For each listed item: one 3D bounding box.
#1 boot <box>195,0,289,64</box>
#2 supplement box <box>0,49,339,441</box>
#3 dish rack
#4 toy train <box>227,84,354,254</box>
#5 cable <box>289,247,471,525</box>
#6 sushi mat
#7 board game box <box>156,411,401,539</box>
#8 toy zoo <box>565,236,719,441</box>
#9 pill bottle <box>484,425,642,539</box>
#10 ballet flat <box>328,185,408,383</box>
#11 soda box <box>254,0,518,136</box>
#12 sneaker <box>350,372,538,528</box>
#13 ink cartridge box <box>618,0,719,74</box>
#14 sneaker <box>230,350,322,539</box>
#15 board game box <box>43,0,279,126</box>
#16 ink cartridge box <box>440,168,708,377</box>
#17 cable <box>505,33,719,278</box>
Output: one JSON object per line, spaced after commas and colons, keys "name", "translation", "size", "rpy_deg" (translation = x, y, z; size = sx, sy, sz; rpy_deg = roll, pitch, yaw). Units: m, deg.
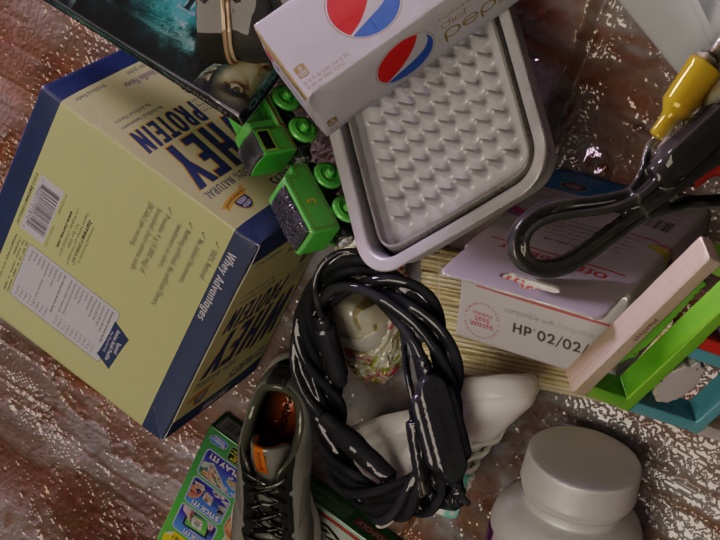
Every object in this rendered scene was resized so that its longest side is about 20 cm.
{"name": "boot", "translation": [-0.036, -0.237, 1.390], "size": [0.138, 0.077, 0.201], "rpy_deg": [4, 109, 8]}
{"name": "supplement box", "translation": [-0.154, -0.024, 1.545], "size": [0.200, 0.134, 0.200], "rpy_deg": [36, 124, 12]}
{"name": "dish rack", "translation": [0.053, -0.112, 1.404], "size": [0.171, 0.043, 0.201], "rpy_deg": [-30, 62, 34]}
{"name": "toy train", "translation": [-0.064, -0.097, 1.471], "size": [0.200, 0.056, 0.042], "rpy_deg": [61, 142, 22]}
{"name": "cable", "translation": [0.011, 0.080, 1.472], "size": [0.163, 0.051, 0.201], "rpy_deg": [-8, 101, 55]}
{"name": "sushi mat", "translation": [0.130, 0.042, 1.487], "size": [0.199, 0.012, 0.096], "rpy_deg": [11, 116, 25]}
{"name": "board game box", "translation": [-0.058, 0.223, 1.661], "size": [0.200, 0.029, 0.135], "rpy_deg": [35, 122, 13]}
{"name": "toy zoo", "translation": [0.242, 0.055, 1.281], "size": [0.199, 0.021, 0.131], "rpy_deg": [18, 129, -31]}
{"name": "pill bottle", "translation": [0.140, 0.217, 1.496], "size": [0.112, 0.112, 0.201], "rpy_deg": [21, 120, 20]}
{"name": "ballet flat", "translation": [0.000, 0.000, 1.512], "size": [0.075, 0.064, 0.201], "rpy_deg": [14, 117, 22]}
{"name": "soda box", "translation": [0.035, -0.177, 1.331], "size": [0.200, 0.064, 0.068], "rpy_deg": [-36, 67, -2]}
{"name": "sneaker", "translation": [0.066, 0.133, 1.505], "size": [0.200, 0.075, 0.089], "rpy_deg": [-32, 64, 49]}
{"name": "ink cartridge box", "translation": [0.250, -0.211, 1.294], "size": [0.200, 0.041, 0.200], "rpy_deg": [50, 125, 2]}
{"name": "sneaker", "translation": [-0.069, 0.162, 1.582], "size": [0.074, 0.079, 0.201], "rpy_deg": [9, 100, 16]}
{"name": "board game box", "translation": [-0.126, -0.208, 1.468], "size": [0.200, 0.028, 0.136], "rpy_deg": [32, 81, 14]}
{"name": "ink cartridge box", "translation": [0.139, 0.008, 1.352], "size": [0.115, 0.200, 0.068], "rpy_deg": [17, 118, 23]}
{"name": "cable", "translation": [0.182, -0.052, 1.291], "size": [0.200, 0.050, 0.097], "rpy_deg": [-39, 107, 0]}
